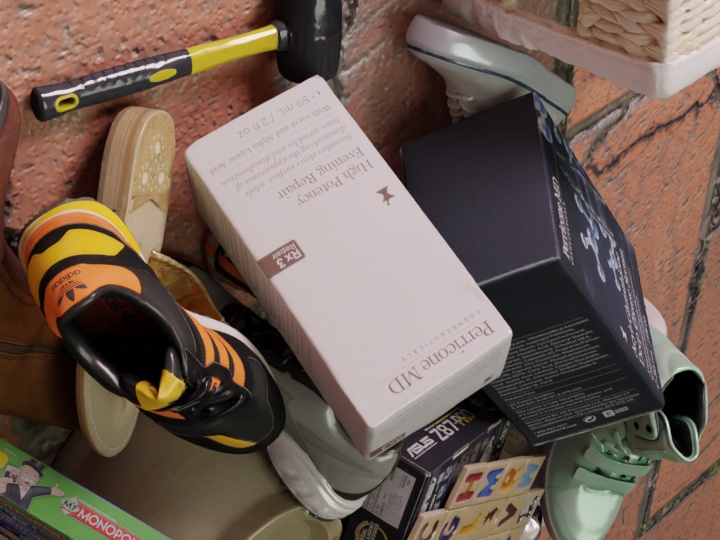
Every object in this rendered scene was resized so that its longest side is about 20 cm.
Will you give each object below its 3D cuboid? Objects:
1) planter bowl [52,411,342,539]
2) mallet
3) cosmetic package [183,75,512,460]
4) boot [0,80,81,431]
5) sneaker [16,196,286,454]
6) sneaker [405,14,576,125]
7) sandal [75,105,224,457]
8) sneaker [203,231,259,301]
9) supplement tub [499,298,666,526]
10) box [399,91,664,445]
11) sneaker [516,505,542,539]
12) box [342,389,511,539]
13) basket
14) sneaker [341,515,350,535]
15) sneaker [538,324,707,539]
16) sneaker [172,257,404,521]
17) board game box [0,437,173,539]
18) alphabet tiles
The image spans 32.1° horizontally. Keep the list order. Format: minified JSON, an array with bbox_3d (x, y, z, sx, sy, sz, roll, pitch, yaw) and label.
[{"bbox_3d":[-0.099,0.172,0.854,0.200,0.135,0.201,-29,138,-30],"label":"planter bowl"},{"bbox_3d":[-0.091,-0.129,0.705,0.200,0.041,0.066,-17,130,-36],"label":"mallet"},{"bbox_3d":[-0.010,-0.004,0.727,0.102,0.200,0.074,-32,160,-14],"label":"cosmetic package"},{"bbox_3d":[-0.178,0.002,0.686,0.200,0.068,0.189,15,94,-59],"label":"boot"},{"bbox_3d":[-0.102,0.054,0.654,0.070,0.090,0.200,-35,128,5],"label":"sneaker"},{"bbox_3d":[0.092,-0.123,0.885,0.200,0.073,0.071,14,103,-53],"label":"sneaker"},{"bbox_3d":[-0.112,0.016,0.717,0.078,0.069,0.213,-30,129,-69],"label":"sandal"},{"bbox_3d":[0.000,0.000,0.845,0.200,0.112,0.078,-15,129,-42],"label":"sneaker"},{"bbox_3d":[0.167,0.106,1.098,0.145,0.145,0.201,-5,122,-47],"label":"supplement tub"},{"bbox_3d":[0.121,0.004,0.877,0.107,0.149,0.200,-20,138,23],"label":"box"},{"bbox_3d":[0.096,0.170,1.026,0.081,0.115,0.200,-78,173,-72],"label":"sneaker"},{"bbox_3d":[0.037,0.194,0.910,0.161,0.049,0.201,-20,132,-57],"label":"box"},{"bbox_3d":[0.178,-0.240,0.789,0.200,0.198,0.161,-33,135,-27],"label":"basket"},{"bbox_3d":[-0.053,0.263,1.014,0.200,0.071,0.098,-34,152,2],"label":"sneaker"},{"bbox_3d":[0.202,0.145,0.964,0.073,0.118,0.201,9,104,-19],"label":"sneaker"},{"bbox_3d":[-0.051,0.064,0.794,0.079,0.200,0.074,-40,-173,29],"label":"sneaker"},{"bbox_3d":[-0.139,0.166,0.715,0.029,0.200,0.135,-58,174,-26],"label":"board game box"},{"bbox_3d":[0.072,0.210,0.907,0.200,0.006,0.167,7,111,-58],"label":"alphabet tiles"}]
